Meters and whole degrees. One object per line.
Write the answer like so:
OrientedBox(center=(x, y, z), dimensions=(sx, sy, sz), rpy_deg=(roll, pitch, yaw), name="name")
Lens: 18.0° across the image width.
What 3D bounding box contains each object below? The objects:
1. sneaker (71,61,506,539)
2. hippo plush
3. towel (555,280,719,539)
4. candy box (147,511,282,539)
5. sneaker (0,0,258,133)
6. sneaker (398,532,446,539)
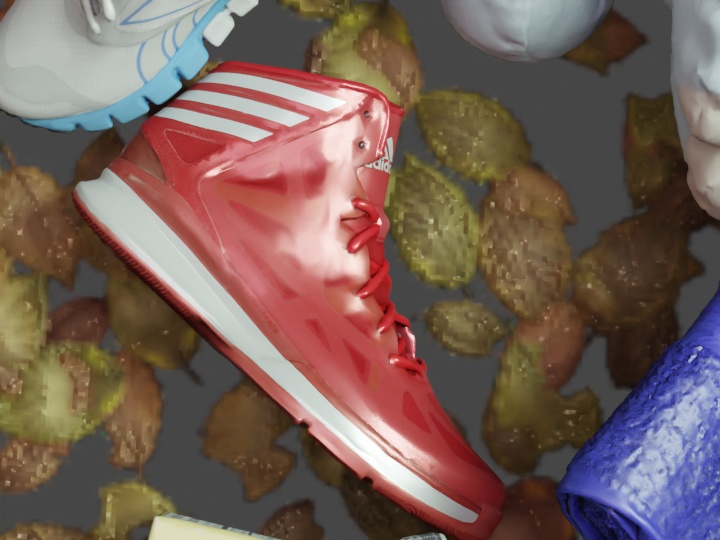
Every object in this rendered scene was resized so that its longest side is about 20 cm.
OrientedBox(center=(0.000, 0.000, 0.835), dimensions=(0.200, 0.078, 0.116), rpy_deg=(42, 86, 1), name="sneaker")
OrientedBox(center=(0.105, -0.131, 0.808), dimensions=(0.160, 0.159, 0.200), rpy_deg=(19, 103, 12), name="hippo plush")
OrientedBox(center=(0.160, 0.053, 0.789), dimensions=(0.049, 0.148, 0.200), rpy_deg=(19, 60, 43), name="towel")
OrientedBox(center=(0.008, 0.168, 0.829), dimensions=(0.199, 0.055, 0.116), rpy_deg=(14, 84, -1), name="candy box")
OrientedBox(center=(-0.068, -0.121, 0.813), dimensions=(0.200, 0.087, 0.075), rpy_deg=(-31, 65, 20), name="sneaker")
OrientedBox(center=(0.038, 0.189, 0.768), dimensions=(0.080, 0.076, 0.200), rpy_deg=(-28, 89, -13), name="sneaker")
